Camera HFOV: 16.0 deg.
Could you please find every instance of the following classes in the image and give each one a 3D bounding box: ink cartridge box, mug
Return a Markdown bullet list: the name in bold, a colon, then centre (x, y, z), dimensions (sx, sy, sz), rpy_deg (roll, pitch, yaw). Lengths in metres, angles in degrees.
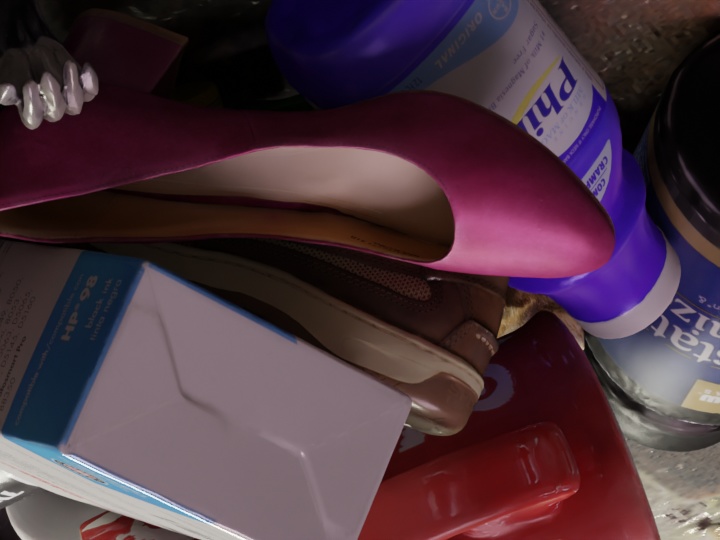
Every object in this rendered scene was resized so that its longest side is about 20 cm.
- **ink cartridge box**: centre (-0.091, 0.040, 0.867), dimensions (0.116, 0.067, 0.200), rpy_deg (29, 168, -33)
- **mug**: centre (0.000, 0.098, 0.961), dimensions (0.199, 0.134, 0.178), rpy_deg (-20, 140, -5)

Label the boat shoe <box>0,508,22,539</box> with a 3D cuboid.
- **boat shoe**: centre (-0.142, 0.125, 1.180), dimensions (0.074, 0.074, 0.200), rpy_deg (-11, 154, -2)

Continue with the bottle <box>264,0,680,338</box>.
- **bottle**: centre (0.049, -0.047, 0.913), dimensions (0.084, 0.065, 0.200), rpy_deg (-47, 130, -4)

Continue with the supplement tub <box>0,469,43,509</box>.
- **supplement tub**: centre (-0.183, 0.057, 1.032), dimensions (0.199, 0.107, 0.107), rpy_deg (-26, 151, 24)

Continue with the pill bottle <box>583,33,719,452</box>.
- **pill bottle**: centre (0.153, -0.005, 1.056), dimensions (0.111, 0.112, 0.200), rpy_deg (-6, 152, -13)

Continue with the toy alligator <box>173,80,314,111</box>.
- **toy alligator**: centre (-0.053, -0.044, 0.963), dimensions (0.199, 0.060, 0.054), rpy_deg (-19, -162, -2)

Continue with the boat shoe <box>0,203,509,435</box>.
- **boat shoe**: centre (-0.043, -0.013, 0.898), dimensions (0.202, 0.075, 0.075), rpy_deg (23, 168, 7)

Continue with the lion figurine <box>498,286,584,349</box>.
- **lion figurine**: centre (0.000, 0.000, 1.048), dimensions (0.199, 0.073, 0.123), rpy_deg (13, 156, -3)

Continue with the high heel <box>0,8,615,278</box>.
- **high heel**: centre (-0.021, -0.018, 0.814), dimensions (0.199, 0.096, 0.067), rpy_deg (23, 139, 0)

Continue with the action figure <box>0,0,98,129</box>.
- **action figure**: centre (-0.139, -0.093, 0.766), dimensions (0.118, 0.102, 0.200), rpy_deg (0, 148, -27)

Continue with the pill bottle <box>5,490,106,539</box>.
- **pill bottle**: centre (-0.054, 0.114, 1.114), dimensions (0.113, 0.114, 0.200), rpy_deg (-23, 139, 21)
